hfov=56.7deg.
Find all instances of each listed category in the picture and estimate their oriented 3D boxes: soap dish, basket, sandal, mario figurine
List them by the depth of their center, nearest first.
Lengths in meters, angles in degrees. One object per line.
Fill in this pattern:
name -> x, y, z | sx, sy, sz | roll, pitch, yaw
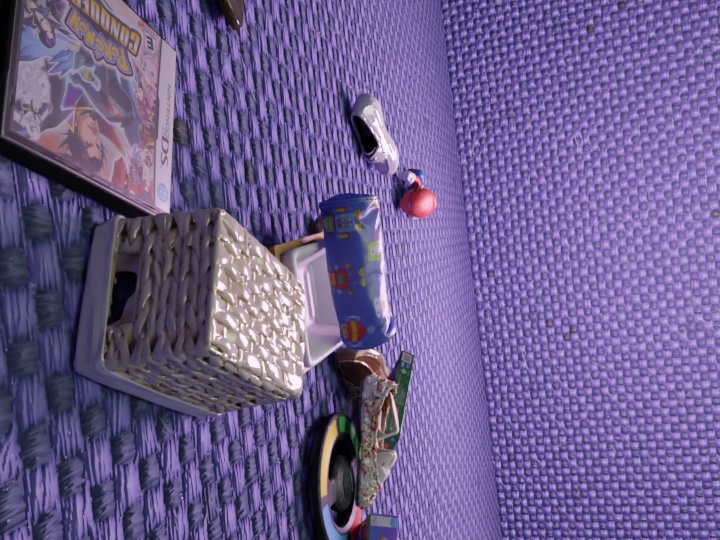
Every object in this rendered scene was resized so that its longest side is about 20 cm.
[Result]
basket -> -0.138, 0.045, 0.604 | 0.200, 0.120, 0.139 | 48, 38, -61
sandal -> -0.149, -0.395, 0.837 | 0.082, 0.053, 0.205 | 58, 31, -54
soap dish -> -0.078, 0.039, 0.872 | 0.200, 0.079, 0.162 | -28, 110, -72
mario figurine -> 0.126, -0.189, 1.671 | 0.123, 0.106, 0.201 | 39, 20, -13

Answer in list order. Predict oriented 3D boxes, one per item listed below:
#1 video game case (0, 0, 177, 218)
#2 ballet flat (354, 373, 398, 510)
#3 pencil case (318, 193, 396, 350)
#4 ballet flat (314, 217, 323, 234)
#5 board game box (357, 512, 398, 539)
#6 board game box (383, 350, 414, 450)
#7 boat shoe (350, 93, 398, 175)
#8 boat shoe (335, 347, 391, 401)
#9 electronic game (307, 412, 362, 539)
video game case -> -0.222, -0.154, 0.563 | 0.200, 0.025, 0.186 | 37, 49, -67
ballet flat -> 0.027, 0.260, 1.022 | 0.076, 0.062, 0.206 | 53, 38, -67
pencil case -> 0.000, 0.000, 0.869 | 0.086, 0.077, 0.206 | -19, 104, -42
ballet flat -> -0.030, -0.013, 1.103 | 0.202, 0.045, 0.069 | 67, 23, -43
board game box -> 0.017, 0.481, 0.988 | 0.135, 0.043, 0.205 | 109, -13, -58
board game box -> 0.049, 0.257, 1.177 | 0.202, 0.028, 0.137 | -71, -176, -55
boat shoe -> 0.026, -0.258, 1.351 | 0.069, 0.070, 0.202 | -60, 152, -28
boat shoe -> 0.009, 0.182, 1.120 | 0.200, 0.074, 0.074 | 50, 39, -58
electronic game -> -0.031, 0.315, 0.991 | 0.199, 0.040, 0.206 | -7, 90, -73
